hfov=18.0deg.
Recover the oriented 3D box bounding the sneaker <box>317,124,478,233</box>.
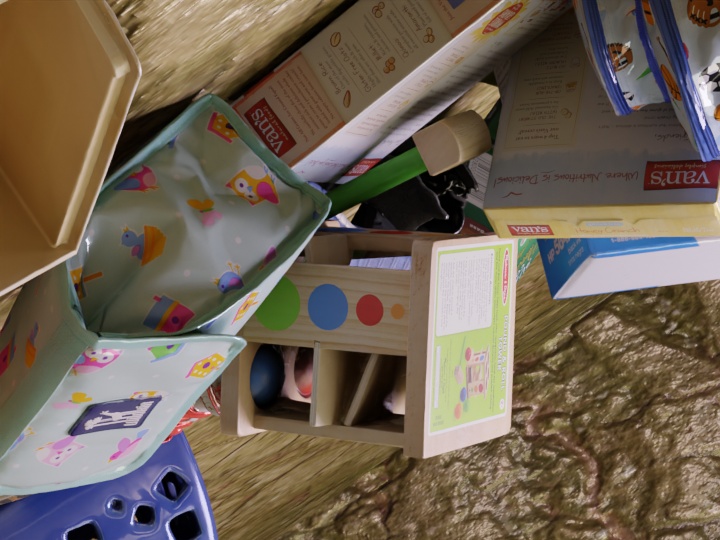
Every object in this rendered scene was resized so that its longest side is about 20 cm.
[{"bbox_3d":[0.026,-0.055,1.522,0.060,0.104,0.200,-35,170,-15],"label":"sneaker"}]

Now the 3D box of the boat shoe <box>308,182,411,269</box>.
[{"bbox_3d":[-0.046,-0.019,1.506,0.200,0.072,0.073,33,80,-52],"label":"boat shoe"}]

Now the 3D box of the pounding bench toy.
[{"bbox_3d":[0.000,0.000,1.380,0.155,0.201,0.124,5,-174,27],"label":"pounding bench toy"}]

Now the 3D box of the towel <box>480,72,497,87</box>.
[{"bbox_3d":[0.156,-0.196,1.572,0.200,0.018,0.086,-38,164,17],"label":"towel"}]

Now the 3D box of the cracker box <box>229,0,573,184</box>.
[{"bbox_3d":[0.033,-0.132,1.332,0.200,0.058,0.134,-38,170,14],"label":"cracker box"}]

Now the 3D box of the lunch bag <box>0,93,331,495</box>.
[{"bbox_3d":[-0.129,0.025,1.244,0.170,0.122,0.200,-47,-177,44],"label":"lunch bag"}]

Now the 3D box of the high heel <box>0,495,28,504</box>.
[{"bbox_3d":[-0.189,0.101,1.625,0.200,0.071,0.142,-46,163,15],"label":"high heel"}]

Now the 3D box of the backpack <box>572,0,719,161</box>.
[{"bbox_3d":[0.189,-0.160,1.248,0.154,0.191,0.200,-24,152,14],"label":"backpack"}]

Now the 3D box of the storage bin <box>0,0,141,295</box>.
[{"bbox_3d":[-0.204,-0.035,0.898,0.200,0.094,0.199,-30,169,-25],"label":"storage bin"}]

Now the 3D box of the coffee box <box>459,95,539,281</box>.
[{"bbox_3d":[0.107,-0.058,1.617,0.123,0.044,0.200,-53,163,-34],"label":"coffee box"}]

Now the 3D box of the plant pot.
[{"bbox_3d":[-0.201,0.222,1.712,0.200,0.180,0.200,-33,-173,-16],"label":"plant pot"}]

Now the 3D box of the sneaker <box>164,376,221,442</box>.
[{"bbox_3d":[-0.117,0.082,1.504,0.067,0.108,0.202,-7,130,-54],"label":"sneaker"}]

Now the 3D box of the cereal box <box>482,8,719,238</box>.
[{"bbox_3d":[0.159,-0.111,1.362,0.143,0.201,0.040,0,149,23],"label":"cereal box"}]

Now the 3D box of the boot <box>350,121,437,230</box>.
[{"bbox_3d":[-0.001,-0.014,1.686,0.162,0.073,0.199,-15,-134,62],"label":"boot"}]

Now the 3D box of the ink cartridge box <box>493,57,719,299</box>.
[{"bbox_3d":[0.179,-0.094,1.481,0.145,0.201,0.084,-8,161,-16],"label":"ink cartridge box"}]
